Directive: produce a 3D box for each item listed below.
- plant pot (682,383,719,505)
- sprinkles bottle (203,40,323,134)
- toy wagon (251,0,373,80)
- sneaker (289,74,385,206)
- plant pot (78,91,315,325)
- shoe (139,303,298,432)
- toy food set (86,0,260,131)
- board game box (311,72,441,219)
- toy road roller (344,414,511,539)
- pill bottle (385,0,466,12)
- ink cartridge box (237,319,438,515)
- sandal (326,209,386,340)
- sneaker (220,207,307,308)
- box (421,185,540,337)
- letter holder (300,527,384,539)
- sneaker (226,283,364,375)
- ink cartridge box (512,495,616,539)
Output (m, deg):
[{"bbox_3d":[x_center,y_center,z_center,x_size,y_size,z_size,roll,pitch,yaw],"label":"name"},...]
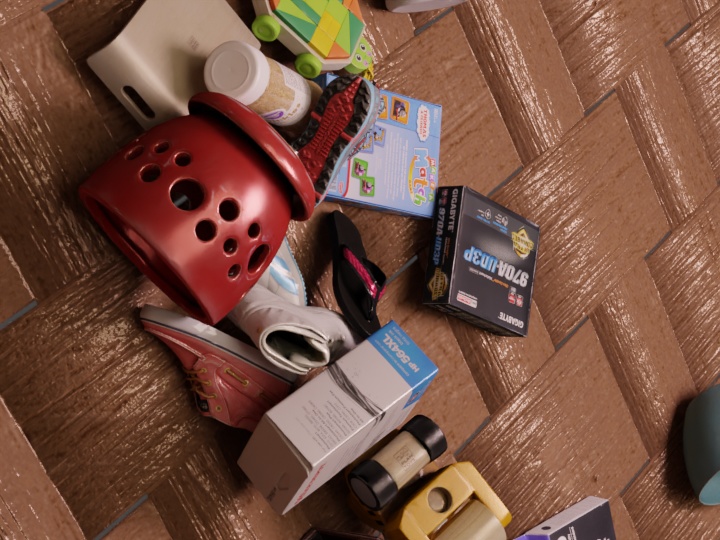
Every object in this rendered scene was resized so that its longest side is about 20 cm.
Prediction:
[{"bbox_3d":[0.575,0.250,2.169,0.200,0.200,0.135,5,46,-42],"label":"plant pot"},{"bbox_3d":[-0.104,-0.204,1.594,0.200,0.068,0.068,14,76,-69],"label":"sprinkles bottle"},{"bbox_3d":[-0.047,-0.303,1.698,0.200,0.040,0.155,40,51,-25],"label":"toy wagon"},{"bbox_3d":[-0.035,-0.136,1.656,0.079,0.200,0.096,45,18,16],"label":"sneaker"},{"bbox_3d":[-0.164,-0.073,1.471,0.183,0.200,0.200,-47,118,-15],"label":"plant pot"},{"bbox_3d":[-0.168,0.113,1.564,0.200,0.071,0.091,28,81,-27],"label":"shoe"},{"bbox_3d":[-0.206,-0.247,1.575,0.144,0.060,0.200,50,48,-28],"label":"toy food set"},{"bbox_3d":[0.019,-0.153,1.776,0.200,0.037,0.152,10,81,-41],"label":"board game box"},{"bbox_3d":[0.067,0.280,1.690,0.123,0.146,0.200,-38,87,-26],"label":"toy road roller"},{"bbox_3d":[0.073,-0.437,1.796,0.113,0.113,0.200,-11,94,-42],"label":"pill bottle"},{"bbox_3d":[-0.026,0.164,1.567,0.200,0.146,0.084,-33,75,-32],"label":"ink cartridge box"},{"bbox_3d":[0.000,0.000,1.678,0.075,0.045,0.200,38,31,-44],"label":"sandal"},{"bbox_3d":[-0.120,-0.009,1.625,0.081,0.077,0.200,-25,110,-16],"label":"sneaker"},{"bbox_3d":[0.163,-0.009,1.868,0.200,0.046,0.159,24,71,-50],"label":"box"},{"bbox_3d":[0.003,0.414,1.648,0.101,0.142,0.200,-42,114,-36],"label":"letter holder"},{"bbox_3d":[-0.054,0.087,1.579,0.200,0.116,0.074,22,104,-37],"label":"sneaker"},{"bbox_3d":[0.294,0.443,1.977,0.200,0.043,0.198,-18,99,-40],"label":"ink cartridge box"}]
